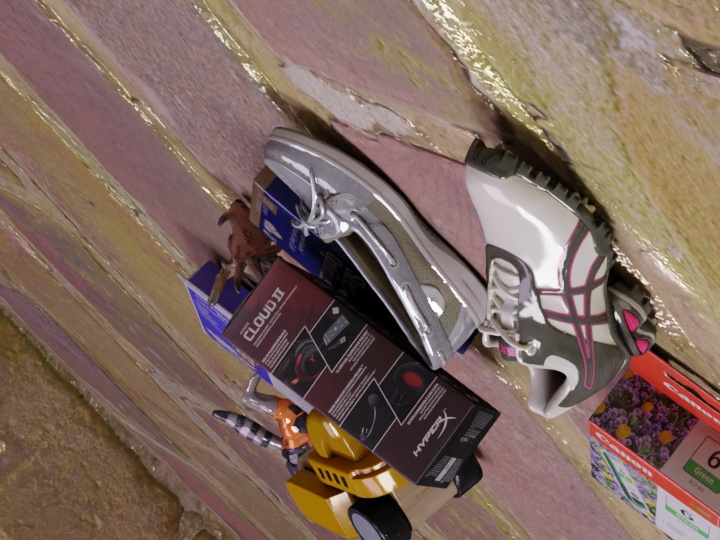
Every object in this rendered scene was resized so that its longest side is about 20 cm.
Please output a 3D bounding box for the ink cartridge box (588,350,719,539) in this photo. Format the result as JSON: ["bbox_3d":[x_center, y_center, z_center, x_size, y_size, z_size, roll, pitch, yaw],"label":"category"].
[{"bbox_3d":[0.204,0.122,1.468,0.109,0.050,0.200,36,168,18],"label":"ink cartridge box"}]

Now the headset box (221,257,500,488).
[{"bbox_3d":[-0.005,0.071,1.646,0.200,0.075,0.149,37,-179,13],"label":"headset box"}]

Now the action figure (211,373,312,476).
[{"bbox_3d":[-0.062,0.195,2.402,0.194,0.105,0.200,50,165,1],"label":"action figure"}]

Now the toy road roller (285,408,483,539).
[{"bbox_3d":[0.004,0.156,2.041,0.200,0.123,0.146,12,135,61],"label":"toy road roller"}]

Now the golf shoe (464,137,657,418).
[{"bbox_3d":[0.104,0.008,1.294,0.077,0.088,0.200,29,162,47],"label":"golf shoe"}]

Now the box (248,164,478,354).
[{"bbox_3d":[0.000,0.000,1.702,0.200,0.032,0.121,39,167,5],"label":"box"}]

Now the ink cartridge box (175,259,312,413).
[{"bbox_3d":[-0.080,0.074,2.160,0.198,0.043,0.200,37,169,14],"label":"ink cartridge box"}]

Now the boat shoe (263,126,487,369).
[{"bbox_3d":[0.005,-0.019,1.540,0.202,0.065,0.074,44,167,-19],"label":"boat shoe"}]

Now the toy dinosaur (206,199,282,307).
[{"bbox_3d":[-0.051,0.035,1.804,0.136,0.086,0.200,41,178,-40],"label":"toy dinosaur"}]
